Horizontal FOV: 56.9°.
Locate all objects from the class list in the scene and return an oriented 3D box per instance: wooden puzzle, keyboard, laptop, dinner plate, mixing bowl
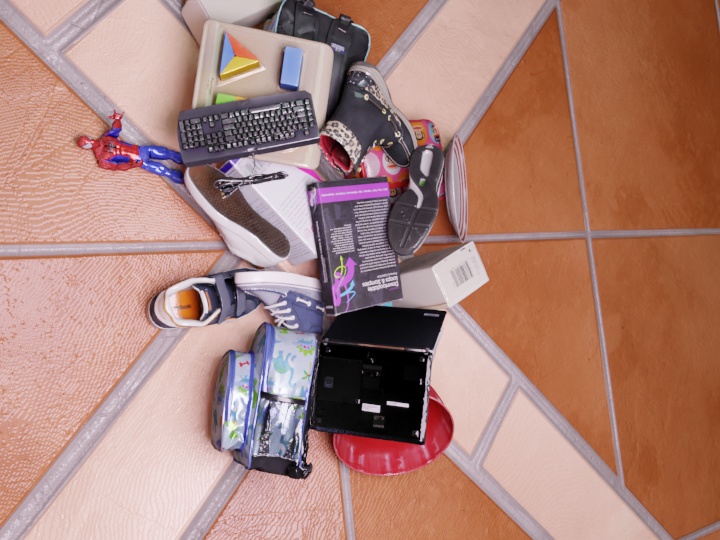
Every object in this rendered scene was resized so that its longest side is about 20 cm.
[{"bbox_3d":[-0.141,-0.257,0.965,0.195,0.046,0.191,9,87,-14],"label":"wooden puzzle"},{"bbox_3d":[-0.153,-0.176,0.932,0.195,0.021,0.131,-12,91,-8],"label":"keyboard"},{"bbox_3d":[0.031,0.148,1.005,0.103,0.173,0.206,36,58,-69],"label":"laptop"},{"bbox_3d":[0.179,-0.153,1.240,0.200,0.024,0.206,-3,90,-73],"label":"dinner plate"},{"bbox_3d":[0.047,0.228,1.085,0.197,0.201,0.110,25,30,-25],"label":"mixing bowl"}]

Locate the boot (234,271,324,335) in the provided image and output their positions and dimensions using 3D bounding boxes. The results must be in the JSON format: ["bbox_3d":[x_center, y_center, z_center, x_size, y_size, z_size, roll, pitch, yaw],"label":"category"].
[{"bbox_3d":[-0.117,0.054,1.029,0.198,0.071,0.093,11,79,-54],"label":"boot"}]

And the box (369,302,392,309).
[{"bbox_3d":[0.000,0.000,1.132,0.048,0.082,0.205,-12,89,-32],"label":"box"}]

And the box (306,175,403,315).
[{"bbox_3d":[-0.006,-0.042,1.051,0.140,0.036,0.206,-9,92,-37],"label":"box"}]

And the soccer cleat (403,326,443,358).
[{"bbox_3d":[0.110,0.100,1.130,0.068,0.200,0.086,29,107,-1],"label":"soccer cleat"}]

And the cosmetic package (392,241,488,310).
[{"bbox_3d":[0.111,0.018,1.129,0.102,0.199,0.074,-29,96,-29],"label":"cosmetic package"}]

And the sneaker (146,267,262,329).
[{"bbox_3d":[-0.215,0.043,0.997,0.197,0.079,0.080,-18,91,-34],"label":"sneaker"}]

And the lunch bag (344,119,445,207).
[{"bbox_3d":[0.065,-0.175,1.205,0.196,0.081,0.181,-13,94,-33],"label":"lunch bag"}]

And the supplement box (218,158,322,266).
[{"bbox_3d":[-0.126,-0.118,1.062,0.200,0.103,0.102,47,62,-15],"label":"supplement box"}]

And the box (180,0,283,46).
[{"bbox_3d":[-0.187,-0.441,1.086,0.199,0.082,0.069,-37,102,-31],"label":"box"}]

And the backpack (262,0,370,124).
[{"bbox_3d":[-0.092,-0.307,1.080,0.172,0.152,0.205,15,76,-28],"label":"backpack"}]

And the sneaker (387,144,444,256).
[{"bbox_3d":[0.102,-0.094,1.106,0.074,0.116,0.204,11,65,17],"label":"sneaker"}]

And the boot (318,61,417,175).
[{"bbox_3d":[0.012,-0.201,1.052,0.205,0.072,0.156,54,52,-42],"label":"boot"}]

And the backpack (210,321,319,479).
[{"bbox_3d":[-0.138,0.179,0.961,0.144,0.183,0.205,14,77,-15],"label":"backpack"}]

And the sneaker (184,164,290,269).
[{"bbox_3d":[-0.202,-0.072,1.013,0.200,0.084,0.073,46,43,-18],"label":"sneaker"}]

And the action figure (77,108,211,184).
[{"bbox_3d":[-0.304,-0.171,0.966,0.196,0.098,0.067,9,77,-27],"label":"action figure"}]
